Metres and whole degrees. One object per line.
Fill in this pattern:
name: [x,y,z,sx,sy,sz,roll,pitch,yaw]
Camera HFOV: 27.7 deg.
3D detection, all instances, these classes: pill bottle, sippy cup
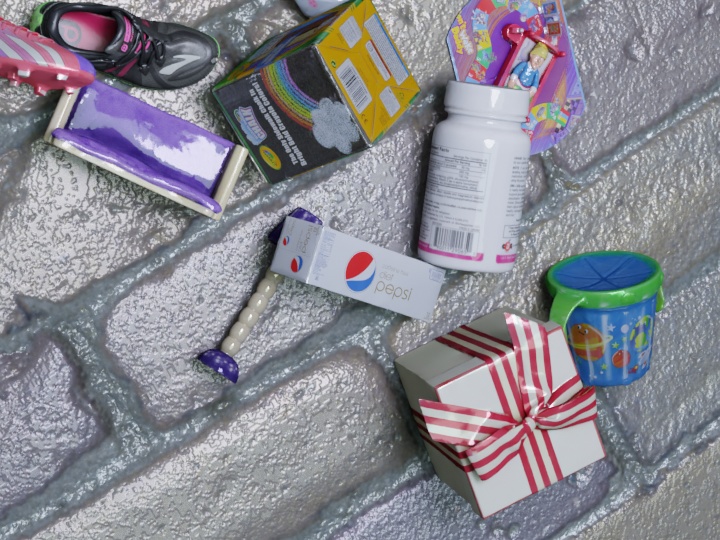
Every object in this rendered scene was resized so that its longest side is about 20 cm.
pill bottle: [0.130,-0.106,1.633,0.112,0.113,0.203,4,99,-21]
sippy cup: [0.290,0.061,1.718,0.175,0.140,0.132,-11,111,-7]

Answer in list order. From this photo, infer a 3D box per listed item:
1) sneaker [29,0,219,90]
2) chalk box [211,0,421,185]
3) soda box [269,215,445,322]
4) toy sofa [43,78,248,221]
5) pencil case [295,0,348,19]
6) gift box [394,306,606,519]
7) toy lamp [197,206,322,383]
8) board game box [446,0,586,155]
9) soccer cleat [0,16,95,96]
sneaker: [-0.239,-0.230,1.501,0.197,0.084,0.078,6,94,-21]
chalk box: [-0.061,-0.183,1.537,0.126,0.198,0.124,59,43,-18]
soda box: [0.000,0.000,1.592,0.199,0.068,0.065,20,88,-43]
toy sofa: [-0.220,-0.129,1.501,0.198,0.098,0.084,25,87,-14]
pencil case: [-0.065,-0.362,1.555,0.091,0.083,0.201,-48,111,-31]
gift box: [0.145,0.146,1.630,0.183,0.187,0.202,-29,106,-11]
toy lamp: [-0.106,0.024,1.595,0.058,0.058,0.202,33,83,-21]
board game box: [0.189,-0.232,1.688,0.156,0.039,0.203,-19,102,-18]
soccer cleat: [-0.355,-0.224,1.439,0.197,0.067,0.078,8,77,6]
